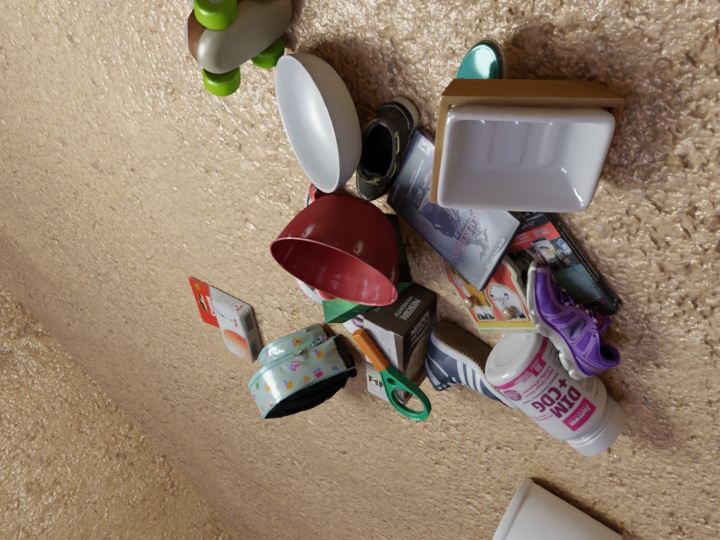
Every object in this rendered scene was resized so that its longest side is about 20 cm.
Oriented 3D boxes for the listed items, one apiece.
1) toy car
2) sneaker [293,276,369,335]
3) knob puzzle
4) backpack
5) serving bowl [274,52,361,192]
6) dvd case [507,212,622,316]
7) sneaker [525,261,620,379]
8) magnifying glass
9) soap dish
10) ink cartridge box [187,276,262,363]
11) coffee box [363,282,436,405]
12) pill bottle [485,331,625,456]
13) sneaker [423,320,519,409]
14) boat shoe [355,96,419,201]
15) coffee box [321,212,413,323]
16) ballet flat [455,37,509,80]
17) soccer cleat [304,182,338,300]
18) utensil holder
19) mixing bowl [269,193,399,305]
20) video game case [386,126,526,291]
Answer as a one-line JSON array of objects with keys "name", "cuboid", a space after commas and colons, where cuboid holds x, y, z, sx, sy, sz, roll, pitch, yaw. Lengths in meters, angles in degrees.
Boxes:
[{"name": "toy car", "cuboid": [-0.206, -0.379, 1.051, 0.200, 0.157, 0.165, 47, 158, 15]}, {"name": "sneaker", "cuboid": [-0.028, 0.030, 1.377, 0.200, 0.081, 0.086, 41, 134, -8]}, {"name": "knob puzzle", "cuboid": [0.169, 0.012, 1.130, 0.220, 0.030, 0.221, 46, 157, 26]}, {"name": "backpack", "cuboid": [-0.132, 0.210, 1.552, 0.154, 0.199, 0.176, 56, 150, 10]}, {"name": "serving bowl", "cuboid": [-0.051, -0.217, 1.094, 0.201, 0.065, 0.201, 52, 155, 36]}, {"name": "dvd case", "cuboid": [0.254, -0.005, 1.075, 0.201, 0.022, 0.146, 51, 146, -10]}, {"name": "sneaker", "cuboid": [0.292, 0.061, 1.045, 0.083, 0.081, 0.200, -21, 120, 36]}, {"name": "magnifying glass", "cuboid": [0.051, 0.177, 1.287, 0.079, 0.022, 0.201, -14, 120, 48]}, {"name": "soap dish", "cuboid": [0.182, -0.145, 0.879, 0.197, 0.082, 0.158, 1, 139, 0]}, {"name": "ink cartridge box", "cuboid": [-0.327, 0.115, 1.788, 0.198, 0.050, 0.163, 20, 140, 26]}, {"name": "coffee box", "cuboid": [0.070, 0.128, 1.329, 0.079, 0.114, 0.201, 24, 143, 25]}, {"name": "pill bottle", "cuboid": [0.293, 0.180, 1.144, 0.200, 0.114, 0.113, 40, 147, -11]}, {"name": "sneaker", "cuboid": [0.191, 0.182, 1.290, 0.199, 0.070, 0.109, 39, 136, 20]}, {"name": "boat shoe", "cuboid": [0.024, -0.164, 1.107, 0.071, 0.061, 0.202, 38, 146, 11]}, {"name": "coffee box", "cuboid": [0.000, 0.000, 1.253, 0.200, 0.044, 0.124, -34, 62, 47]}, {"name": "ballet flat", "cuboid": [0.145, -0.202, 0.939, 0.069, 0.069, 0.201, 33, 140, 14]}, {"name": "soccer cleat", "cuboid": [-0.061, -0.050, 1.251, 0.085, 0.068, 0.203, 155, 110, -65]}, {"name": "utensil holder", "cuboid": [0.353, 0.503, 1.399, 0.199, 0.170, 0.171, 26, 143, 19]}, {"name": "mixing bowl", "cuboid": [-0.022, -0.041, 1.118, 0.198, 0.109, 0.200, 19, 161, 7]}, {"name": "video game case", "cuboid": [0.127, -0.085, 1.070, 0.200, 0.019, 0.144, 46, 140, 21]}]
